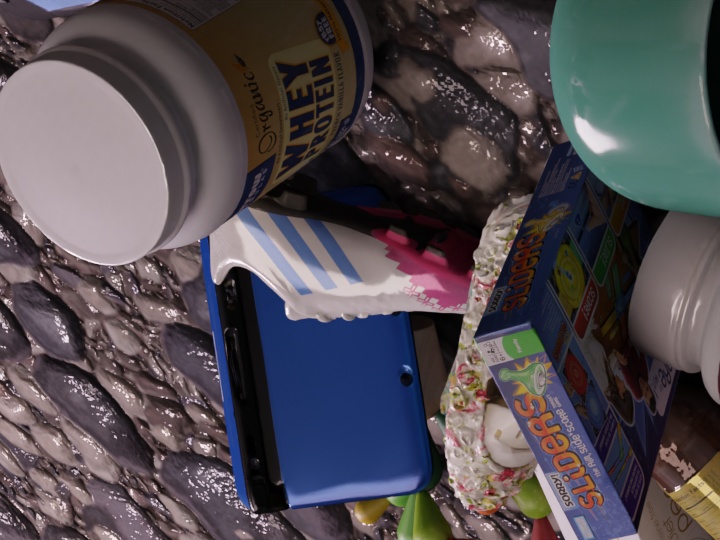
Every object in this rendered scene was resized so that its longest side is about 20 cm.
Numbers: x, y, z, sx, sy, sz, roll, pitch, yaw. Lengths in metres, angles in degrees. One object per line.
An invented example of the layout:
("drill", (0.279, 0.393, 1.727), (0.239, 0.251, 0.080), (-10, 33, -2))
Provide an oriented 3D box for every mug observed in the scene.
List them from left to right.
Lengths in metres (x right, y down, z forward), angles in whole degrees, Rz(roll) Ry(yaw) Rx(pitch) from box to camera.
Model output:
("mug", (0.167, -0.090, 0.987), (0.114, 0.152, 0.185), (9, 132, 45))

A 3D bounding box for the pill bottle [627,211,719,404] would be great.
("pill bottle", (0.246, 0.035, 1.066), (0.200, 0.114, 0.114), (25, 141, 28))

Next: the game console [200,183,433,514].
("game console", (-0.034, 0.054, 1.388), (0.171, 0.118, 0.200), (154, 108, -82))

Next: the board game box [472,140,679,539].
("board game box", (0.125, 0.031, 1.117), (0.034, 0.200, 0.136), (-17, 114, 27))

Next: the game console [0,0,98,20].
("game console", (-0.230, -0.160, 1.300), (0.176, 0.117, 0.200), (24, 164, -40))

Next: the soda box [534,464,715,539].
("soda box", (0.175, 0.165, 1.320), (0.068, 0.064, 0.200), (3, 128, 45))

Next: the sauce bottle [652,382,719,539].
("sauce bottle", (0.208, 0.113, 1.229), (0.200, 0.065, 0.065), (45, 146, 1))

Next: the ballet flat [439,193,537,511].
("ballet flat", (0.091, 0.056, 1.224), (0.064, 0.075, 0.200), (28, 118, 54))

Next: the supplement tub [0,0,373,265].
("supplement tub", (-0.099, -0.100, 1.195), (0.144, 0.200, 0.145), (18, 126, 27))

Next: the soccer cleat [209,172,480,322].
("soccer cleat", (0.000, 0.000, 1.291), (0.200, 0.070, 0.087), (20, 114, 9))

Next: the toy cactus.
("toy cactus", (0.047, 0.110, 1.396), (0.200, 0.102, 0.165), (14, 116, 41))
